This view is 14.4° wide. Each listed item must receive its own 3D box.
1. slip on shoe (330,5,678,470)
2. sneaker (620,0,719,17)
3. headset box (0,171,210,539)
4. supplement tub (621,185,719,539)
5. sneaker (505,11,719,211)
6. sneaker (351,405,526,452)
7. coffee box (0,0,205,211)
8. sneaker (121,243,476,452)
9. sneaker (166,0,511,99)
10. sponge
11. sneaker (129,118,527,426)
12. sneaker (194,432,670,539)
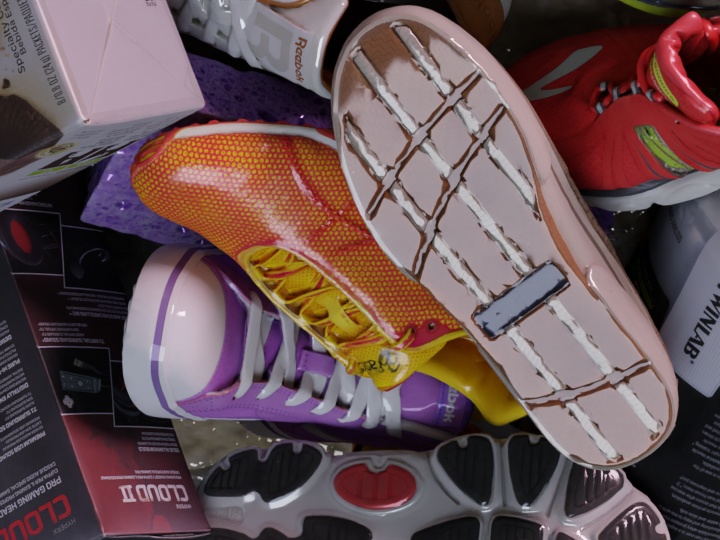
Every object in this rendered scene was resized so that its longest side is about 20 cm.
[{"bbox_3d":[0.056,-0.016,1.080,0.076,0.061,0.200,-34,106,15],"label":"slip on shoe"},{"bbox_3d":[0.066,-0.145,1.035,0.200,0.081,0.074,16,96,-13],"label":"sneaker"},{"bbox_3d":[-0.160,0.068,1.181,0.149,0.200,0.075,-31,161,29],"label":"headset box"},{"bbox_3d":[0.154,0.045,1.177,0.122,0.123,0.200,17,130,-9],"label":"supplement tub"},{"bbox_3d":[0.123,-0.071,1.062,0.200,0.077,0.085,-3,162,34],"label":"sneaker"},{"bbox_3d":[0.086,0.122,1.271,0.200,0.090,0.070,18,131,-8],"label":"sneaker"},{"bbox_3d":[-0.172,-0.073,1.090,0.200,0.080,0.113,-25,84,34],"label":"coffee box"},{"bbox_3d":[-0.014,0.035,1.162,0.114,0.073,0.200,8,176,23],"label":"sneaker"},{"bbox_3d":[-0.042,-0.111,1.088,0.199,0.085,0.073,3,133,7],"label":"sneaker"},{"bbox_3d":[-0.005,-0.028,1.164,0.200,0.030,0.112,17,149,-13],"label":"sponge"},{"bbox_3d":[0.000,0.000,1.106,0.200,0.077,0.073,24,147,-24],"label":"sneaker"},{"bbox_3d":[0.031,0.106,1.174,0.200,0.081,0.083,6,170,16],"label":"sneaker"}]
